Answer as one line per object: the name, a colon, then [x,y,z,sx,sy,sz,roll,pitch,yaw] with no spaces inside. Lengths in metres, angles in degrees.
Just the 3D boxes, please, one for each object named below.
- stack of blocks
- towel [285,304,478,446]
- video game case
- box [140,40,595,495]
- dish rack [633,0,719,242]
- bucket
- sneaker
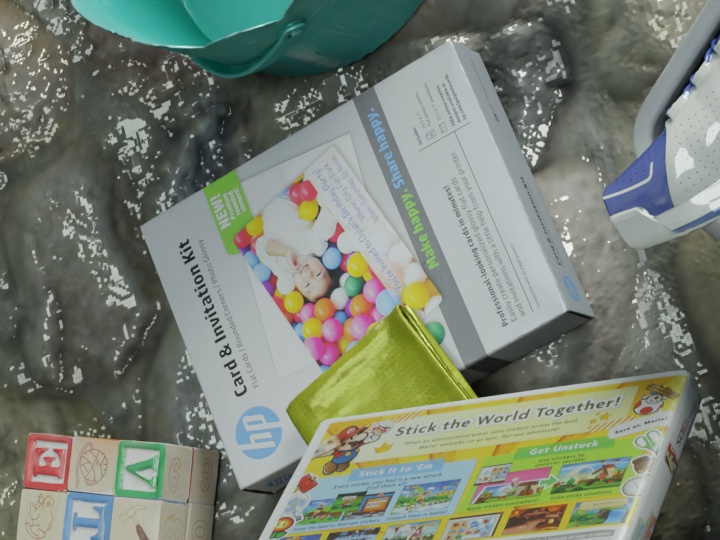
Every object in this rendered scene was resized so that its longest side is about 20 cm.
stack of blocks: [-0.120,0.189,1.462,0.114,0.058,0.202,2,83,26]
towel: [0.042,0.115,1.361,0.086,0.018,0.200,-40,63,10]
video game case: [0.040,0.119,1.273,0.199,0.182,0.023,-10,121,30]
box: [0.000,0.000,1.442,0.199,0.041,0.157,-29,71,21]
dish rack: [0.238,-0.060,1.293,0.200,0.043,0.172,40,125,14]
bucket: [-0.057,-0.197,1.446,0.206,0.135,0.209,-5,79,25]
sneaker: [0.182,-0.103,1.246,0.199,0.080,0.116,-35,83,30]
